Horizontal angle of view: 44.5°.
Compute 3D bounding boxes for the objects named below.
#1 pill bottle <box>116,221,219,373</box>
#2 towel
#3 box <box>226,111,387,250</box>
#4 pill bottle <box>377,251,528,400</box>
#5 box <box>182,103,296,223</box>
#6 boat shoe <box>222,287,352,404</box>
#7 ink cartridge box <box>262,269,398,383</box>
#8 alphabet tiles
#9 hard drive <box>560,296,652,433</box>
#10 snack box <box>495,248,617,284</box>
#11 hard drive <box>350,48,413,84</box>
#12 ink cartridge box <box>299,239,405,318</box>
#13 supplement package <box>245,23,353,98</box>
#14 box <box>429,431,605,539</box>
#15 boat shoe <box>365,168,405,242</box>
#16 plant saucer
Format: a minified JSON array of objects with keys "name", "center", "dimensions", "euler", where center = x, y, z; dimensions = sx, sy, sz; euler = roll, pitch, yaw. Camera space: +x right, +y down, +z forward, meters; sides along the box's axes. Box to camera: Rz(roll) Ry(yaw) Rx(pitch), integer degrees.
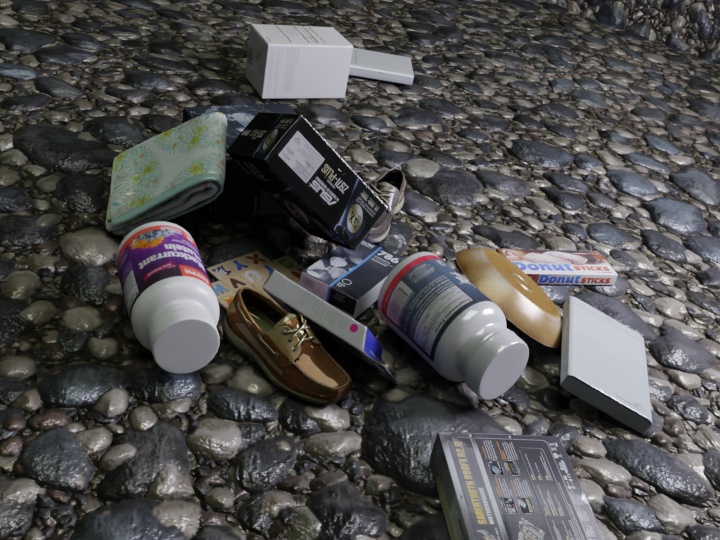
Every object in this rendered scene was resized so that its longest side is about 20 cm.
[{"name":"pill bottle","center":[-0.241,0.035,1.117],"dimensions":[0.110,0.113,0.201],"euler":[-4,36,-24]},{"name":"towel","center":[-0.292,-0.148,1.331],"dimensions":[0.197,0.048,0.173],"euler":[-21,47,13]},{"name":"box","center":[-0.081,-0.135,1.313],"dimensions":[0.200,0.086,0.163],"euler":[45,-11,-29]},{"name":"pill bottle","center":[0.124,0.075,1.173],"dimensions":[0.118,0.121,0.200],"euler":[-14,41,-36]},{"name":"box","center":[-0.180,-0.185,1.476],"dimensions":[0.197,0.119,0.197],"euler":[-8,37,-27]},{"name":"boat shoe","center":[-0.096,0.091,1.110],"dimensions":[0.198,0.075,0.075],"euler":[32,37,21]},{"name":"ink cartridge box","center":[-0.032,0.073,1.145],"dimensions":[0.199,0.095,0.037],"euler":[33,81,23]},{"name":"alphabet tiles","center":[-0.123,0.034,1.259],"dimensions":[0.199,0.006,0.165],"euler":[36,38,31]},{"name":"hard drive","center":[0.341,0.125,1.231],"dimensions":[0.131,0.027,0.201],"euler":[29,33,-3]},{"name":"snack box","center":[0.322,-0.006,1.457],"dimensions":[0.196,0.025,0.072],"euler":[1,35,-18]},{"name":"hard drive","center":[0.024,-0.489,2.089],"dimensions":[0.196,0.027,0.133],"euler":[8,32,-6]},{"name":"ink cartridge box","center":[0.000,0.000,1.317],"dimensions":[0.098,0.040,0.200],"euler":[25,31,19]},{"name":"supplement package","center":[-0.133,-0.449,1.896],"dimensions":[0.197,0.123,0.120],"euler":[-5,35,-26]},{"name":"box","center":[0.172,0.265,0.961],"dimensions":[0.155,0.049,0.201],"euler":[4,33,-12]},{"name":"boat shoe","center":[0.028,-0.116,1.480],"dimensions":[0.073,0.074,0.201],"euler":[16,32,7]},{"name":"plant saucer","center":[0.223,0.028,1.272],"dimensions":[0.199,0.036,0.201],"euler":[36,17,-13]}]
